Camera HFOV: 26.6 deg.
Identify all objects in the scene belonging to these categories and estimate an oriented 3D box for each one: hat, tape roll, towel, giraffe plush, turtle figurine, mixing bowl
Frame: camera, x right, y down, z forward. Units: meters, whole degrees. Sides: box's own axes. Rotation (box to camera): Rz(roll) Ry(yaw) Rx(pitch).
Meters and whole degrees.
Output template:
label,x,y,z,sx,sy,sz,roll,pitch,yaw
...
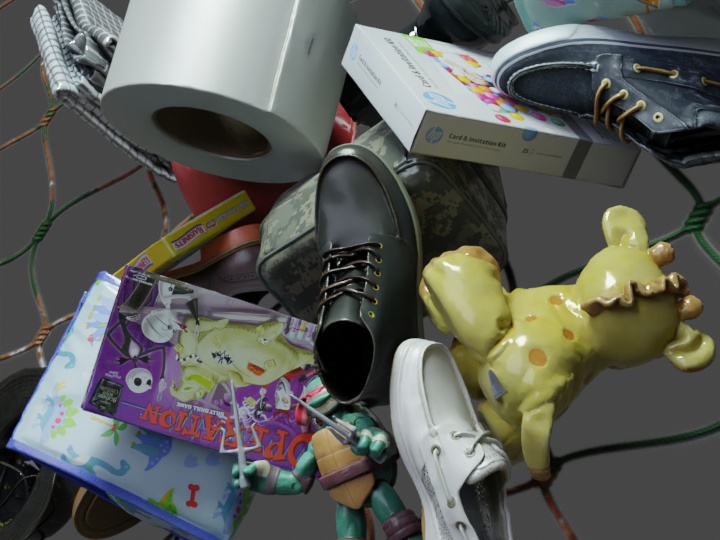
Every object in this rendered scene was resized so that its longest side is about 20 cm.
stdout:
label,x,y,z,sx,sy,sz,roll,pitch,yaw
hat,-0.310,0.196,1.453,0.200,0.081,0.201,-29,49,40
tape roll,-0.113,-0.179,1.327,0.202,0.203,0.140,-3,66,43
towel,-0.246,-0.203,1.611,0.086,0.200,0.166,-41,40,11
giraffe plush,0.150,0.039,1.074,0.162,0.173,0.200,-26,9,-6
turtle figurine,-0.012,0.151,1.132,0.150,0.101,0.200,-34,78,44
mixing bowl,-0.113,-0.126,1.492,0.200,0.108,0.201,-25,45,28

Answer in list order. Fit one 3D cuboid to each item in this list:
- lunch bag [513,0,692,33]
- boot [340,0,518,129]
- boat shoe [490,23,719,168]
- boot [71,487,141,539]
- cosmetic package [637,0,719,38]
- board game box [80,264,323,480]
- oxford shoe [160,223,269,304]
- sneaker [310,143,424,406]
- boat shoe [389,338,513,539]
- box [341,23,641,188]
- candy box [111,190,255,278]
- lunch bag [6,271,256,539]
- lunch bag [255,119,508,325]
label,x,y,z,sx,sy,sz,roll,pitch,yaw
lunch bag,0.219,-0.284,1.165,0.170,0.122,0.200,1,40,51
boot,0.050,-0.189,1.347,0.168,0.076,0.200,-37,-2,16
boat shoe,0.200,-0.130,1.149,0.200,0.071,0.091,0,54,0
boot,-0.225,0.149,1.414,0.155,0.074,0.200,15,59,47
cosmetic package,0.323,-0.240,1.178,0.200,0.074,0.102,-11,52,42
board game box,-0.108,0.081,1.205,0.032,0.199,0.120,-166,93,-77
oxford shoe,-0.149,0.031,1.434,0.200,0.071,0.073,-35,68,40
sneaker,0.000,0.000,1.115,0.075,0.106,0.201,-14,84,18
boat shoe,0.076,0.140,1.072,0.069,0.071,0.201,-22,78,44
box,0.102,-0.131,1.213,0.156,0.199,0.041,58,135,51
candy box,-0.184,-0.015,1.450,0.102,0.026,0.200,-31,1,-34
lunch bag,-0.169,0.118,1.271,0.170,0.200,0.127,-65,10,-16
lunch bag,0.023,-0.051,1.271,0.200,0.139,0.168,-33,29,22
